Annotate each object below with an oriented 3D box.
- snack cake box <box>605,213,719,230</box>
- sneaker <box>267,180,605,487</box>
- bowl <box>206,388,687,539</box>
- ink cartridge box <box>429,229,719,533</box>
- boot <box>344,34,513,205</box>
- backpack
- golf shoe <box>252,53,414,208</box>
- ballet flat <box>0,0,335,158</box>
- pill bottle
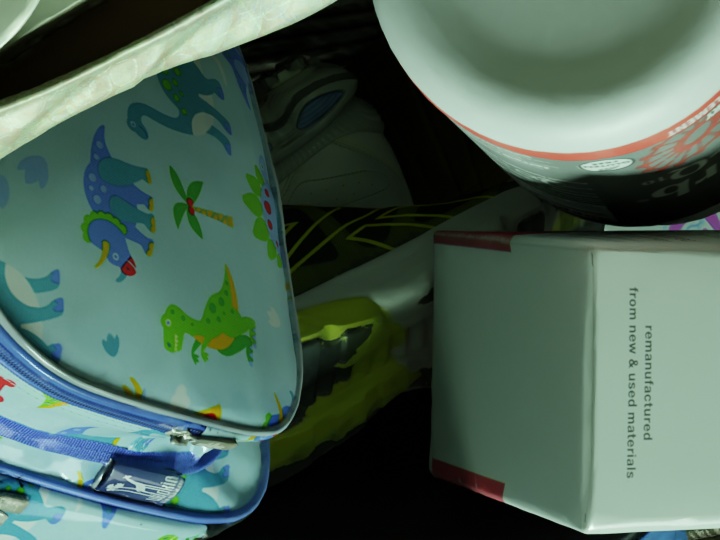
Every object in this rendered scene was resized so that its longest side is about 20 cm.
[{"bbox_3d":[0.174,-0.012,1.151,0.199,0.068,0.115,-23,173,-19],"label":"snack cake box"},{"bbox_3d":[0.000,0.000,0.957,0.199,0.085,0.075,-22,137,-37],"label":"sneaker"},{"bbox_3d":[0.011,0.083,0.942,0.199,0.040,0.201,1,-160,0],"label":"bowl"},{"bbox_3d":[0.136,0.029,0.874,0.199,0.084,0.145,0,-179,-17],"label":"ink cartridge box"},{"bbox_3d":[0.056,-0.047,1.092,0.155,0.073,0.200,-9,161,-41],"label":"boot"},{"bbox_3d":[-0.122,-0.009,0.817,0.199,0.184,0.147,11,150,-41],"label":"backpack"},{"bbox_3d":[-0.069,0.011,1.006,0.199,0.098,0.078,-32,-170,3],"label":"golf shoe"},{"bbox_3d":[-0.049,-0.082,0.699,0.199,0.068,0.062,-34,171,4],"label":"ballet flat"},{"bbox_3d":[0.078,-0.076,0.849,0.115,0.117,0.200,-14,169,12],"label":"pill bottle"}]
